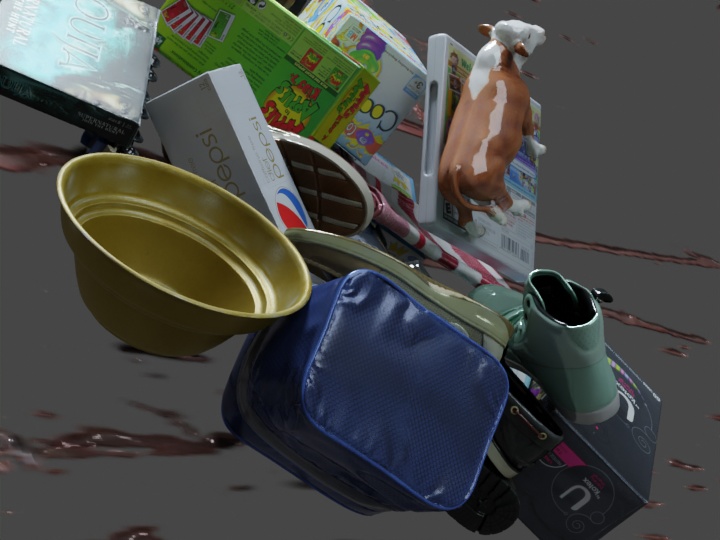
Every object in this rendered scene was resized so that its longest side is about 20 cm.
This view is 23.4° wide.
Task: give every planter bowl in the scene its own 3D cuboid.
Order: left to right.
[{"bbox_3d":[-0.142,0.004,1.264,0.200,0.084,0.200,25,24,-12],"label":"planter bowl"}]

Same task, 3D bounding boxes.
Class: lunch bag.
[{"bbox_3d":[0.004,0.099,1.315,0.200,0.132,0.136,38,63,-26],"label":"lunch bag"}]

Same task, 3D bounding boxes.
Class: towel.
[{"bbox_3d":[0.065,-0.035,1.621,0.200,0.023,0.144,33,11,-31],"label":"towel"}]

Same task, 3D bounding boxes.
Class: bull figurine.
[{"bbox_3d":[0.121,-0.127,1.555,0.121,0.065,0.200,56,49,-44],"label":"bull figurine"}]

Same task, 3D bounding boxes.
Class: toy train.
[{"bbox_3d":[-0.201,-0.137,1.453,0.046,0.034,0.200,34,28,-20],"label":"toy train"}]

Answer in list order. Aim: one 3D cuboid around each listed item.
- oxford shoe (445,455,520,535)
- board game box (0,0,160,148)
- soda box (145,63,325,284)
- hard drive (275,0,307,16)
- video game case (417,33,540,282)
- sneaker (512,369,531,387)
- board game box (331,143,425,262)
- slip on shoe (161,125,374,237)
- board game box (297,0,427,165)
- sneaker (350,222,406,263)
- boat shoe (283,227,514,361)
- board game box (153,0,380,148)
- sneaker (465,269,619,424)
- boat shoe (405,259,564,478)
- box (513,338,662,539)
[{"bbox_3d":[0.057,0.130,1.458,0.200,0.073,0.084,52,18,-20],"label":"oxford shoe"},{"bbox_3d":[-0.237,-0.187,1.433,0.135,0.028,0.200,22,32,-16],"label":"board game box"},{"bbox_3d":[-0.096,-0.062,1.417,0.200,0.068,0.064,65,25,-4],"label":"soda box"},{"bbox_3d":[-0.115,-0.282,1.636,0.038,0.200,0.140,-40,90,-24],"label":"hard drive"},{"bbox_3d":[0.114,-0.101,1.627,0.200,0.022,0.183,26,64,-54],"label":"video game case"},{"bbox_3d":[0.101,0.053,1.620,0.131,0.080,0.200,45,24,-12],"label":"sneaker"},{"bbox_3d":[-0.025,-0.092,1.673,0.200,0.034,0.135,35,28,-27],"label":"board game box"},{"bbox_3d":[-0.072,-0.085,1.474,0.200,0.076,0.061,19,18,20],"label":"slip on shoe"},{"bbox_3d":[-0.012,-0.195,1.669,0.105,0.103,0.200,37,12,-17],"label":"board game box"},{"bbox_3d":[0.000,0.000,1.531,0.200,0.078,0.079,44,31,-7],"label":"sneaker"},{"bbox_3d":[0.023,0.028,1.373,0.200,0.063,0.073,27,-8,-14],"label":"boat shoe"},{"bbox_3d":[-0.091,-0.188,1.551,0.200,0.102,0.048,39,4,22],"label":"board game box"},{"bbox_3d":[0.149,0.032,1.468,0.200,0.074,0.118,41,-31,50],"label":"sneaker"},{"bbox_3d":[0.095,0.073,1.448,0.202,0.063,0.074,56,17,7],"label":"boat shoe"},{"bbox_3d":[0.195,0.151,1.600,0.122,0.106,0.200,44,26,-8],"label":"box"}]
